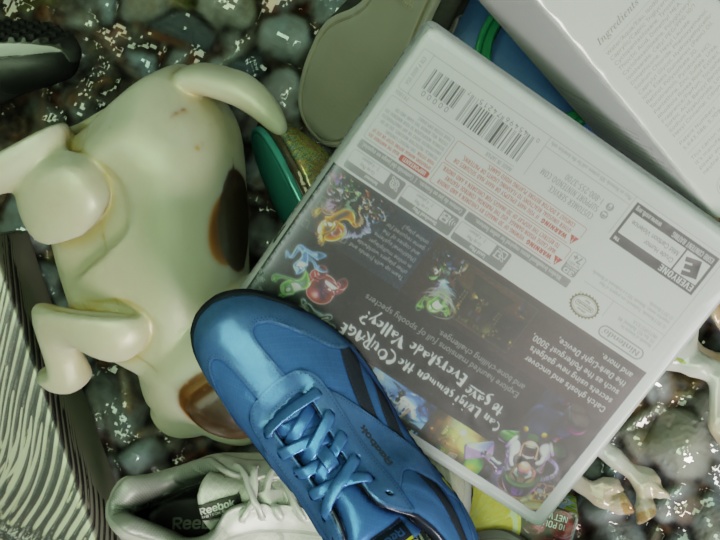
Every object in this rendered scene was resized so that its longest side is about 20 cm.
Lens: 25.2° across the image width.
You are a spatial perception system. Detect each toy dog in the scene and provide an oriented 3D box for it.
[{"bbox_3d":[-0.096,0.000,0.880,0.193,0.140,0.201,-26,96,14],"label":"toy dog"}]

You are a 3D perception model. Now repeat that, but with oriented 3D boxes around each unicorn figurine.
[{"bbox_3d":[0.134,0.070,0.896,0.200,0.074,0.138,-38,92,-13],"label":"unicorn figurine"}]

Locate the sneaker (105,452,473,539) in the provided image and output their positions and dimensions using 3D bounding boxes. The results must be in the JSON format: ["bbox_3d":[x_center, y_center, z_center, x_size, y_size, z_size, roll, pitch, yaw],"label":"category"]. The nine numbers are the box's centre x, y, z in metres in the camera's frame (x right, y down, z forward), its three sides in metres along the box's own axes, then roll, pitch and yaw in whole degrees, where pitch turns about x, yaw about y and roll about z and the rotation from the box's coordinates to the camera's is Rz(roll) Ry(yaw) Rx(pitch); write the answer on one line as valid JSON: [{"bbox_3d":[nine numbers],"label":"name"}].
[{"bbox_3d":[-0.040,0.127,0.853,0.199,0.081,0.076,-10,61,12],"label":"sneaker"}]

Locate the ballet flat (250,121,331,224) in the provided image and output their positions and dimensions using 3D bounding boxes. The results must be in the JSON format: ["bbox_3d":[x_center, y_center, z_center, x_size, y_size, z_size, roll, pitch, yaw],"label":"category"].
[{"bbox_3d":[0.000,0.000,0.910,0.070,0.071,0.201,-21,90,7],"label":"ballet flat"}]

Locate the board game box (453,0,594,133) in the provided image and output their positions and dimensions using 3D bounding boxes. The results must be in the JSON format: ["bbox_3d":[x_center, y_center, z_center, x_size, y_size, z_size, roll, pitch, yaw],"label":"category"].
[{"bbox_3d":[0.141,-0.120,0.899,0.199,0.039,0.159,-28,86,1],"label":"board game box"}]

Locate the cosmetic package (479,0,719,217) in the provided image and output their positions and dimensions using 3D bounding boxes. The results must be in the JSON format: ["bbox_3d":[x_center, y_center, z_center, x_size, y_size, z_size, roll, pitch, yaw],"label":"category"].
[{"bbox_3d":[0.121,-0.123,0.781,0.074,0.102,0.200,-46,124,-1],"label":"cosmetic package"}]

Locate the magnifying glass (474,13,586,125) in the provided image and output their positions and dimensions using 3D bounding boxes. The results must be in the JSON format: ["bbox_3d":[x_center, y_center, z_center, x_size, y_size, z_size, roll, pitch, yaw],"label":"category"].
[{"bbox_3d":[0.067,-0.070,0.870,0.079,0.022,0.200,38,87,3],"label":"magnifying glass"}]

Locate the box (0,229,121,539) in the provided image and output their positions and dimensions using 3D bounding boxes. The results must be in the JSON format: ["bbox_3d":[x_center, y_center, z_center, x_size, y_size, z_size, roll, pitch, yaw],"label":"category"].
[{"bbox_3d":[-0.203,0.084,0.928,0.082,0.068,0.201,-21,91,8],"label":"box"}]

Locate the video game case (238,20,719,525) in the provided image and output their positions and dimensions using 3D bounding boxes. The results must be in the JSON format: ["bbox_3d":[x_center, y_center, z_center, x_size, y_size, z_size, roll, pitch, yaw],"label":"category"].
[{"bbox_3d":[0.062,0.007,0.801,0.199,0.023,0.182,33,106,-10],"label":"video game case"}]

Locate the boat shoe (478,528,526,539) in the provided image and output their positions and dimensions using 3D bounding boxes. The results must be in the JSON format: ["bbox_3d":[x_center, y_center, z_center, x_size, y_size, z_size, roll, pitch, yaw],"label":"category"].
[{"bbox_3d":[0.008,0.205,0.860,0.201,0.065,0.075,-27,89,5],"label":"boat shoe"}]

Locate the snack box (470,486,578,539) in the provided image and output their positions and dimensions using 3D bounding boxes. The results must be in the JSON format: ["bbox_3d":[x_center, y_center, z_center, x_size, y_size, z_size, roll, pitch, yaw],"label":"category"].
[{"bbox_3d":[0.032,0.210,0.918,0.141,0.053,0.201,15,94,6],"label":"snack box"}]

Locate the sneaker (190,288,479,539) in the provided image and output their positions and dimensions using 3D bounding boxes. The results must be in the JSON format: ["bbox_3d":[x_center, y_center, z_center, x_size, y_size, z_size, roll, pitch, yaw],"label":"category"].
[{"bbox_3d":[-0.007,0.093,0.777,0.066,0.078,0.200,-37,103,8],"label":"sneaker"}]

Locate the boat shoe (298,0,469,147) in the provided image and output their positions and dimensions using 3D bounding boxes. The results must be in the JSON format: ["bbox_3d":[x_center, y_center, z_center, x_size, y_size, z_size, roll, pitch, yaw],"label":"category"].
[{"bbox_3d":[0.029,-0.142,0.869,0.067,0.057,0.200,50,137,17],"label":"boat shoe"}]

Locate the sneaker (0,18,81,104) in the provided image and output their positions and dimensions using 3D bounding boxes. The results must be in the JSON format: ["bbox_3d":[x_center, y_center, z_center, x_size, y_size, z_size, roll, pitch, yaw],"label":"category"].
[{"bbox_3d":[-0.251,-0.090,0.931,0.199,0.070,0.091,-7,107,6],"label":"sneaker"}]
